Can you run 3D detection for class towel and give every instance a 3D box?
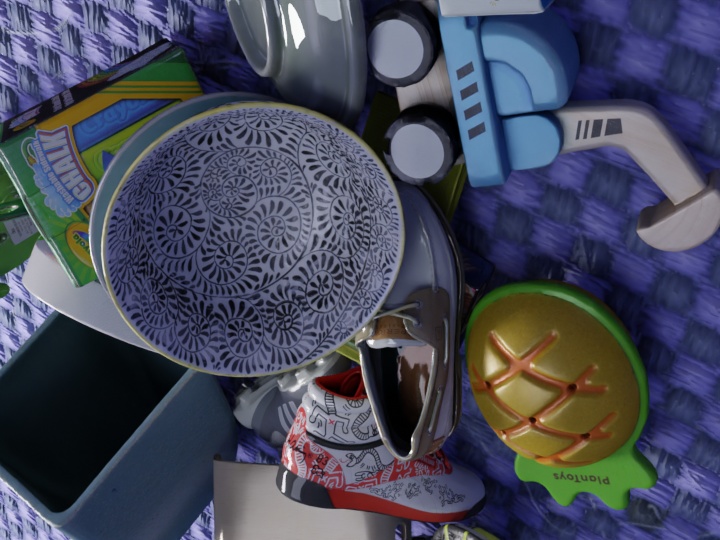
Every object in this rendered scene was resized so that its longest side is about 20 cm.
[{"bbox_3d":[0.018,-0.023,0.822,0.085,0.018,0.203,23,113,10],"label":"towel"}]

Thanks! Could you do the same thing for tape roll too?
[{"bbox_3d":[-0.194,0.028,0.965,0.200,0.202,0.038,25,93,21],"label":"tape roll"}]

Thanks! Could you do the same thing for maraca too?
[{"bbox_3d":[0.146,0.094,0.800,0.135,0.107,0.203,-1,122,36],"label":"maraca"}]

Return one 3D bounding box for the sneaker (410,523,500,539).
[{"bbox_3d":[0.099,0.253,0.955,0.200,0.075,0.077,156,111,-69],"label":"sneaker"}]

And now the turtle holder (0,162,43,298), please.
[{"bbox_3d":[-0.378,-0.051,1.056,0.185,0.141,0.132,-44,71,11],"label":"turtle holder"}]

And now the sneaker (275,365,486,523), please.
[{"bbox_3d":[0.033,0.143,0.918,0.067,0.198,0.110,40,116,61],"label":"sneaker"}]

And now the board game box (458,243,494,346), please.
[{"bbox_3d":[0.000,0.000,0.896,0.198,0.035,0.137,33,136,14],"label":"board game box"}]

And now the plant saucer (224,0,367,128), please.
[{"bbox_3d":[-0.055,-0.183,0.714,0.200,0.049,0.204,161,91,-76],"label":"plant saucer"}]

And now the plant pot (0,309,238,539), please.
[{"bbox_3d":[-0.234,0.172,1.082,0.194,0.197,0.201,26,155,36],"label":"plant pot"}]

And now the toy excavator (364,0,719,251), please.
[{"bbox_3d":[0.119,-0.100,0.694,0.196,0.100,0.198,-5,114,24],"label":"toy excavator"}]

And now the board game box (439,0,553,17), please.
[{"bbox_3d":[0.077,-0.254,0.564,0.063,0.148,0.203,5,125,31],"label":"board game box"}]

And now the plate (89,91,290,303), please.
[{"bbox_3d":[-0.102,-0.038,0.815,0.026,0.197,0.203,-127,24,-53],"label":"plate"}]

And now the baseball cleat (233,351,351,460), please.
[{"bbox_3d":[-0.043,0.120,1.004,0.107,0.070,0.199,46,149,-10],"label":"baseball cleat"}]

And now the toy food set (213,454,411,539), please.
[{"bbox_3d":[-0.048,0.247,1.014,0.196,0.060,0.147,-1,90,20],"label":"toy food set"}]

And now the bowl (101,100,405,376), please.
[{"bbox_3d":[-0.074,-0.037,0.746,0.197,0.095,0.204,-6,122,-9],"label":"bowl"}]

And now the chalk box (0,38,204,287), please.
[{"bbox_3d":[-0.203,-0.076,0.854,0.125,0.198,0.125,63,173,-20],"label":"chalk box"}]

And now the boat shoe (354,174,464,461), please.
[{"bbox_3d":[0.034,0.036,0.787,0.073,0.068,0.204,-5,103,24],"label":"boat shoe"}]
